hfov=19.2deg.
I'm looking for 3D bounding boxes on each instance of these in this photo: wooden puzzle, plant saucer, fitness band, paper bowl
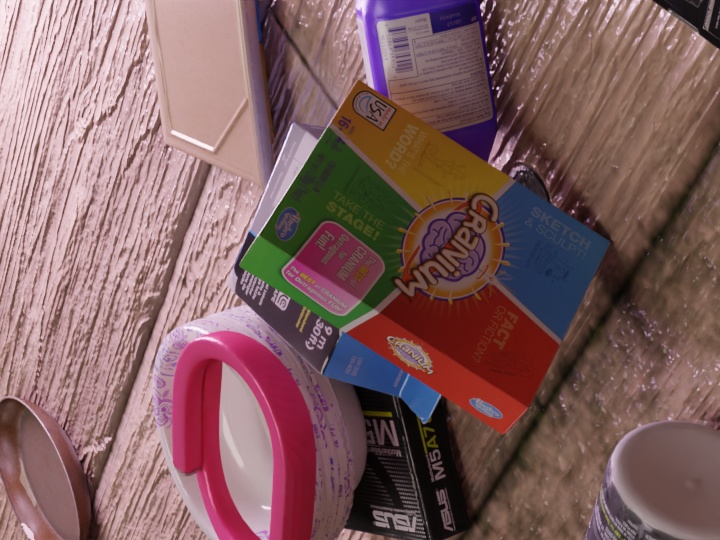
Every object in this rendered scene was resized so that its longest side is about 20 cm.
[{"bbox_3d":[-0.121,-0.173,1.744,0.200,0.037,0.185,30,132,54],"label":"wooden puzzle"},{"bbox_3d":[-0.346,0.229,2.341,0.200,0.032,0.200,36,136,44],"label":"plant saucer"},{"bbox_3d":[-0.087,0.135,1.566,0.144,0.037,0.200,39,137,41],"label":"fitness band"},{"bbox_3d":[-0.070,0.125,1.668,0.201,0.104,0.201,32,131,47],"label":"paper bowl"}]

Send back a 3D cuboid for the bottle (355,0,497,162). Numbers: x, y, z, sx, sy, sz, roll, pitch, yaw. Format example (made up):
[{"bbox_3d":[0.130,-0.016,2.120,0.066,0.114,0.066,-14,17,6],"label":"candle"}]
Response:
[{"bbox_3d":[0.051,-0.106,1.447,0.065,0.083,0.200,-132,30,-71],"label":"bottle"}]

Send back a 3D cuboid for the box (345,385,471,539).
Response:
[{"bbox_3d":[-0.003,0.114,1.700,0.200,0.047,0.193,1,104,58],"label":"box"}]

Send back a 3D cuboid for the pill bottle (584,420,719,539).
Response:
[{"bbox_3d":[0.191,0.200,1.375,0.106,0.106,0.200,47,143,34],"label":"pill bottle"}]

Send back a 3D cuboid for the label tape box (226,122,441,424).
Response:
[{"bbox_3d":[0.000,0.000,1.563,0.200,0.066,0.143,42,115,42],"label":"label tape box"}]

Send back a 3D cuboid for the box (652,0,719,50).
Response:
[{"bbox_3d":[0.226,-0.207,1.143,0.160,0.044,0.200,44,141,38],"label":"box"}]

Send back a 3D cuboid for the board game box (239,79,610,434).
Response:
[{"bbox_3d":[0.044,-0.011,1.364,0.200,0.153,0.040,32,144,-3],"label":"board game box"}]
